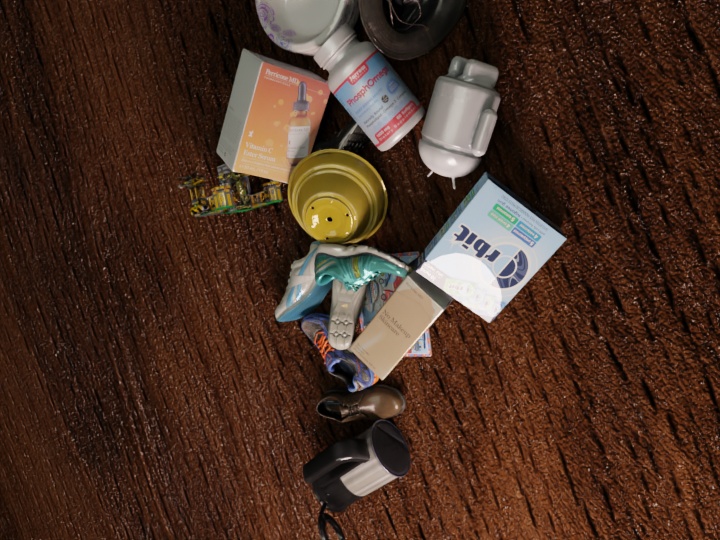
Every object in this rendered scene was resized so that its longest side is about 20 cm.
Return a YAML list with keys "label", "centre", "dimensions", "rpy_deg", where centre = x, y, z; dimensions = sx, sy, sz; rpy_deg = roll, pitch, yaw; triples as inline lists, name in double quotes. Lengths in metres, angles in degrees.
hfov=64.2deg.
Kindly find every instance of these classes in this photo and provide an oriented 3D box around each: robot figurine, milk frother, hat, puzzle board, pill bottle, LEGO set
- label: "robot figurine"
  centre: [0.163, -0.246, 0.960]
  dimensions: [0.170, 0.110, 0.205]
  rpy_deg: [44, 123, 57]
- label: "milk frother"
  centre: [-0.002, 0.433, 1.128]
  dimensions: [0.187, 0.179, 0.203]
  rpy_deg: [-39, 66, 28]
- label: "hat"
  centre: [0.078, -0.465, 0.971]
  dimensions: [0.081, 0.196, 0.205]
  rpy_deg: [53, 128, 58]
- label: "puzzle board"
  centre: [0.059, 0.070, 1.130]
  dimensions: [0.147, 0.017, 0.206]
  rpy_deg: [-4, 97, 28]
- label: "pill bottle"
  centre: [0.013, -0.317, 0.993]
  dimensions: [0.108, 0.109, 0.200]
  rpy_deg: [-36, 103, 27]
- label: "LEGO set"
  centre: [-0.260, -0.183, 1.160]
  dimensions: [0.152, 0.197, 0.119]
  rpy_deg: [-8, 95, 48]

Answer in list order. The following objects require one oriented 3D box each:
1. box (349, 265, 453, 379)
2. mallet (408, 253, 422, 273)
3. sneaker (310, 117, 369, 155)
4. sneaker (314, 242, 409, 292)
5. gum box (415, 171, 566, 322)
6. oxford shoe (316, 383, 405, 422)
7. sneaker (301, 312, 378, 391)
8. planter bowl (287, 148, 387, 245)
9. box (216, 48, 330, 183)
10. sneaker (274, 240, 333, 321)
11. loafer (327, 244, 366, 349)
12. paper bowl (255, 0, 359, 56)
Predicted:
- label: "box"
  centre: [0.076, 0.095, 1.064]
  dimensions: [0.095, 0.078, 0.201]
  rpy_deg: [40, 119, 9]
- label: "mallet"
  centre: [0.149, -0.058, 1.041]
  dimensions: [0.197, 0.041, 0.067]
  rpy_deg: [-28, 88, 27]
- label: "sneaker"
  centre: [-0.059, -0.229, 1.102]
  dimensions: [0.088, 0.075, 0.201]
  rpy_deg: [45, 116, 18]
- label: "sneaker"
  centre: [0.000, 0.000, 1.041]
  dimensions: [0.196, 0.077, 0.082]
  rpy_deg: [3, 77, 33]
- label: "gum box"
  centre: [0.217, -0.034, 0.976]
  dimensions: [0.168, 0.045, 0.201]
  rpy_deg: [32, 115, -10]
- label: "oxford shoe"
  centre: [-0.002, 0.279, 1.165]
  dimensions: [0.196, 0.084, 0.075]
  rpy_deg: [-11, 93, 27]
- label: "sneaker"
  centre: [-0.049, 0.164, 1.162]
  dimensions: [0.199, 0.078, 0.076]
  rpy_deg: [40, 125, 15]
- label: "planter bowl"
  centre: [-0.050, -0.113, 1.065]
  dimensions: [0.195, 0.084, 0.204]
  rpy_deg: [5, 125, 7]
- label: "box"
  centre: [-0.165, -0.285, 1.083]
  dimensions: [0.106, 0.149, 0.204]
  rpy_deg: [45, 121, 47]
- label: "sneaker"
  centre: [-0.116, 0.029, 1.187]
  dimensions: [0.200, 0.076, 0.081]
  rpy_deg: [-48, 62, 25]
- label: "loafer"
  centre: [-0.026, 0.052, 1.121]
  dimensions: [0.068, 0.070, 0.205]
  rpy_deg: [13, 85, 1]
- label: "paper bowl"
  centre: [-0.087, -0.499, 1.044]
  dimensions: [0.196, 0.104, 0.206]
  rpy_deg: [6, 103, 25]
